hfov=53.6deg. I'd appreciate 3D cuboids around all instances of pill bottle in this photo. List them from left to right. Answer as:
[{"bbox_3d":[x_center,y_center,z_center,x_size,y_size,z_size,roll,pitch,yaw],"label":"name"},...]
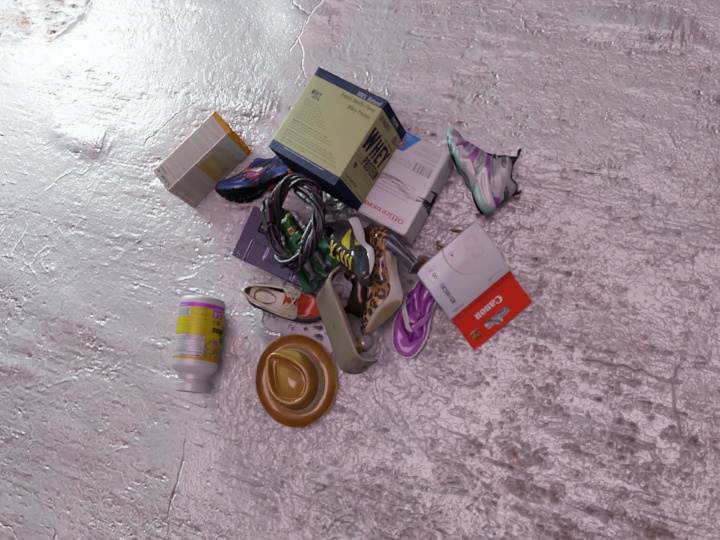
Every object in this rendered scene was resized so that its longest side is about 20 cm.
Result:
[{"bbox_3d":[-0.358,0.164,1.567,0.101,0.104,0.206,2,77,16],"label":"pill bottle"}]

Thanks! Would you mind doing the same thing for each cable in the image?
[{"bbox_3d":[-0.134,-0.097,1.495,0.160,0.050,0.205,-23,68,27],"label":"cable"}]

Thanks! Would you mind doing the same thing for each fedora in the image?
[{"bbox_3d":[-0.146,0.228,1.502,0.194,0.082,0.207,-4,75,14],"label":"fedora"}]

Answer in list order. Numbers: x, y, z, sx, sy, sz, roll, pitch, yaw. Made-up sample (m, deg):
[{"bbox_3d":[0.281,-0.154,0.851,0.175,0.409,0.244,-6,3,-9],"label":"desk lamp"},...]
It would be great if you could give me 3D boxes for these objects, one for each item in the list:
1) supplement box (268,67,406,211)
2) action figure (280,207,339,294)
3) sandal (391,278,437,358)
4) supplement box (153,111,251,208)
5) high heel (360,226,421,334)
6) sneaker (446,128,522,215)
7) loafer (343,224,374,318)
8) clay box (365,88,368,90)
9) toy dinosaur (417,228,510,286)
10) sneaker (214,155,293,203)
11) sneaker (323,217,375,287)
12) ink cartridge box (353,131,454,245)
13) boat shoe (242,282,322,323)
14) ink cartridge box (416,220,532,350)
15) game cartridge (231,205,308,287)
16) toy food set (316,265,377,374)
[{"bbox_3d":[-0.047,-0.276,1.498,0.198,0.134,0.203,31,86,27],"label":"supplement box"},{"bbox_3d":[-0.135,-0.065,1.559,0.117,0.055,0.202,-39,66,6],"label":"action figure"},{"bbox_3d":[0.117,0.080,1.483,0.081,0.050,0.207,19,80,19],"label":"sandal"},{"bbox_3d":[-0.367,-0.256,1.663,0.199,0.126,0.074,-43,70,1],"label":"supplement box"},{"bbox_3d":[0.029,0.018,1.471,0.143,0.071,0.202,46,111,33],"label":"high heel"},{"bbox_3d":[0.274,-0.234,1.510,0.137,0.078,0.204,-27,80,6],"label":"sneaker"},{"bbox_3d":[0.000,0.000,1.514,0.069,0.073,0.206,6,77,-6],"label":"loafer"},{"bbox_3d":[-0.070,-0.343,1.643,0.194,0.048,0.119,-5,75,13],"label":"clay box"},{"bbox_3d":[0.217,-0.028,1.491,0.194,0.060,0.110,5,88,4],"label":"toy dinosaur"},{"bbox_3d":[-0.244,-0.216,1.655,0.194,0.076,0.080,-15,64,3],"label":"sneaker"},{"bbox_3d":[-0.025,-0.033,1.439,0.082,0.076,0.202,-2,35,-15],"label":"sneaker"},{"bbox_3d":[0.092,-0.181,1.537,0.142,0.084,0.203,28,84,21],"label":"ink cartridge box"},{"bbox_3d":[-0.163,0.067,1.560,0.195,0.063,0.073,13,78,17],"label":"boat shoe"},{"bbox_3d":[0.230,0.031,1.436,0.161,0.057,0.202,-38,82,2],"label":"ink cartridge box"},{"bbox_3d":[-0.184,-0.057,1.612,0.196,0.038,0.133,22,87,19],"label":"game cartridge"},{"bbox_3d":[-0.028,0.106,1.460,0.059,0.144,0.205,-17,78,-19],"label":"toy food set"}]
